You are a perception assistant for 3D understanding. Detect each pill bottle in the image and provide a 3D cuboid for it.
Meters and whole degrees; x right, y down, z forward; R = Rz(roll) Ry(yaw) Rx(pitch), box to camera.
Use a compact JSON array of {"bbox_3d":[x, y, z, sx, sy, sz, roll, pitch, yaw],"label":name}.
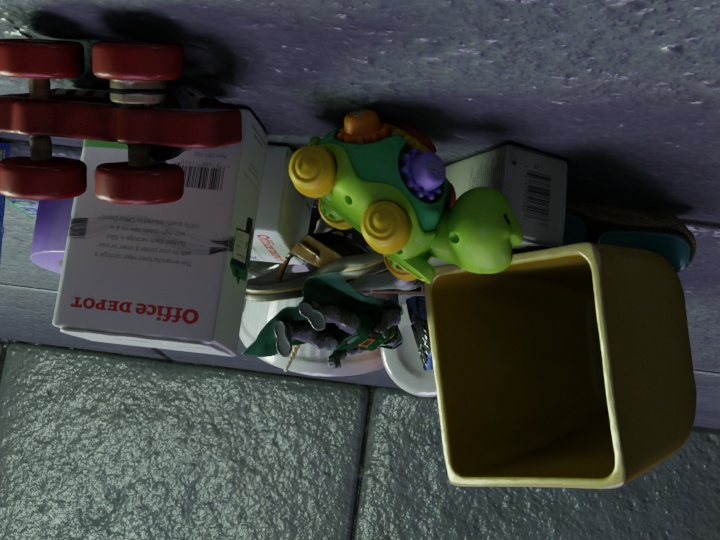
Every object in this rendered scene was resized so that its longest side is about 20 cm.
[{"bbox_3d":[0.101,0.085,1.411,0.108,0.112,0.200,4,180,18],"label":"pill bottle"}]

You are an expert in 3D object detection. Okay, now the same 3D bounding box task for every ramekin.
[{"bbox_3d":[-0.044,0.039,1.436,0.199,0.096,0.203,5,-159,-2],"label":"ramekin"}]

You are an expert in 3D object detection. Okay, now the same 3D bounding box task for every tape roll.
[{"bbox_3d":[-0.264,-0.028,1.347,0.196,0.067,0.200,8,169,2],"label":"tape roll"}]

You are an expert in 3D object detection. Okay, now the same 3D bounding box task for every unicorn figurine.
[{"bbox_3d":[0.000,0.000,1.215,0.197,0.139,0.074,-17,132,7],"label":"unicorn figurine"}]

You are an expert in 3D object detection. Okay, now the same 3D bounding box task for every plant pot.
[{"bbox_3d":[0.200,0.078,1.094,0.198,0.199,0.192,-6,178,-45],"label":"plant pot"}]

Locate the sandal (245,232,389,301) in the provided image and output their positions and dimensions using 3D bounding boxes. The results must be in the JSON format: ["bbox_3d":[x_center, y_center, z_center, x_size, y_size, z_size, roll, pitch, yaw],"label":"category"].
[{"bbox_3d":[-0.027,-0.012,1.117,0.198,0.055,0.081,-15,180,35],"label":"sandal"}]

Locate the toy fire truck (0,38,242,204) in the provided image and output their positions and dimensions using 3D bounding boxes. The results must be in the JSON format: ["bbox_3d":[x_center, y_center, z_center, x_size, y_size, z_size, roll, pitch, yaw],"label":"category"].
[{"bbox_3d":[-0.179,-0.119,0.923,0.197,0.114,0.168,5,-167,17],"label":"toy fire truck"}]

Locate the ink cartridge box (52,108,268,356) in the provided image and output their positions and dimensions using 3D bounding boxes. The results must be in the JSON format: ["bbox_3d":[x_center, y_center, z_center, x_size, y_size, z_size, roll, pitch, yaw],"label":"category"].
[{"bbox_3d":[-0.168,-0.035,1.033,0.143,0.204,0.084,6,169,11],"label":"ink cartridge box"}]

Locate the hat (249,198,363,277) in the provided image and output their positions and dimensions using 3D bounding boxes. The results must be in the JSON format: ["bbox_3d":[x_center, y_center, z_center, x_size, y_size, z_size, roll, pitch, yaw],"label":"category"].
[{"bbox_3d":[-0.076,-0.027,1.335,0.197,0.082,0.201,7,170,1],"label":"hat"}]

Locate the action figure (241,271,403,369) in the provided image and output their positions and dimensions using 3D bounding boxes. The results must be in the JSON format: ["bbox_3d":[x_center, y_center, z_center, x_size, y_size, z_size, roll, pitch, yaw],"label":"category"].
[{"bbox_3d":[-0.010,0.054,1.121,0.118,0.055,0.199,-36,160,21],"label":"action figure"}]

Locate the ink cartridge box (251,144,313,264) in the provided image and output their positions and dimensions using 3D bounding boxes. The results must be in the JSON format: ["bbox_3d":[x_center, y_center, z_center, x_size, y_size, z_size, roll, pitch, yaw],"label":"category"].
[{"bbox_3d":[-0.154,-0.067,1.170,0.196,0.086,0.145,5,169,8],"label":"ink cartridge box"}]

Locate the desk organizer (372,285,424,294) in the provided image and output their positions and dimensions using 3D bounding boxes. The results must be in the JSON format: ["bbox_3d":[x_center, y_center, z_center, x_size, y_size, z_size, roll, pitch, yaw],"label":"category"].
[{"bbox_3d":[0.111,-0.007,1.292,0.197,0.073,0.077,1,-179,31],"label":"desk organizer"}]

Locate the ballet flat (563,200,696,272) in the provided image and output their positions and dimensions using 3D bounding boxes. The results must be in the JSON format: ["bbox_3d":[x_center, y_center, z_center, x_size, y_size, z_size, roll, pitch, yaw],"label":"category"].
[{"bbox_3d":[0.218,-0.037,1.152,0.196,0.072,0.071,7,169,5],"label":"ballet flat"}]

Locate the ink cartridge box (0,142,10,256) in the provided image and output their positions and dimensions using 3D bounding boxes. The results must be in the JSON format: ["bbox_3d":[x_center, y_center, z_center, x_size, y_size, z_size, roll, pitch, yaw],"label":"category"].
[{"bbox_3d":[-0.418,-0.060,1.247,0.075,0.139,0.199,8,170,-32],"label":"ink cartridge box"}]

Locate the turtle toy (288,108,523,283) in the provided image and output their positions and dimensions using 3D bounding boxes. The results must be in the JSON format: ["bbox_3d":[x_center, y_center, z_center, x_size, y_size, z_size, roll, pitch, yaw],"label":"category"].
[{"bbox_3d":[0.038,-0.057,0.983,0.199,0.102,0.146,37,177,15],"label":"turtle toy"}]

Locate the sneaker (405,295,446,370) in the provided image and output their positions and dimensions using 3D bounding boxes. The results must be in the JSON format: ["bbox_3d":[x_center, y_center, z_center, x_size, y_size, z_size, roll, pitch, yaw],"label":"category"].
[{"bbox_3d":[0.101,0.050,1.199,0.077,0.077,0.200,-20,175,20],"label":"sneaker"}]

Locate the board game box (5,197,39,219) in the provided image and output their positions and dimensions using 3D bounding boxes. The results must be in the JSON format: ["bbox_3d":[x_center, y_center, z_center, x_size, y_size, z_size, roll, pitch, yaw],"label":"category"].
[{"bbox_3d":[-0.300,-0.077,1.368,0.196,0.030,0.135,6,168,6],"label":"board game box"}]

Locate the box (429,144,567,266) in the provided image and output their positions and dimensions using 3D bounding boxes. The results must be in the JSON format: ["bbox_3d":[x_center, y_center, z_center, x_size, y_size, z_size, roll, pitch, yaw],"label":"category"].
[{"bbox_3d":[0.101,-0.051,1.097,0.067,0.084,0.199,10,170,-26],"label":"box"}]
